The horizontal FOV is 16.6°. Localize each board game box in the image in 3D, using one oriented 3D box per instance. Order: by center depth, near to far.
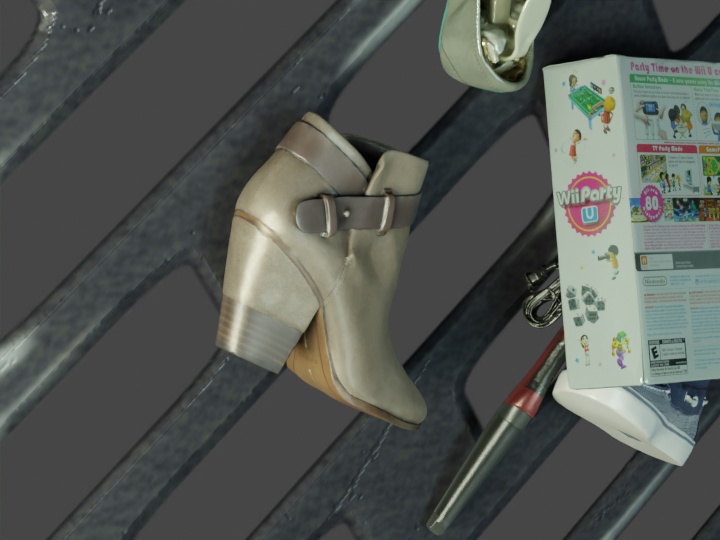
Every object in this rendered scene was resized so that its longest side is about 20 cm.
[{"bbox_3d":[0.191,-0.030,1.551,0.147,0.064,0.201,-1,86,-46],"label":"board game box"}]

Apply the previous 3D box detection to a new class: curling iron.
[{"bbox_3d":[0.095,0.081,1.587,0.201,0.049,0.026,-64,163,10],"label":"curling iron"}]

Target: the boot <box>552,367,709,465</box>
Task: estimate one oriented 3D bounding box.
[{"bbox_3d":[0.188,0.065,1.644,0.091,0.072,0.200,-67,158,-5],"label":"boot"}]

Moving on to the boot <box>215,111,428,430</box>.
[{"bbox_3d":[0.000,0.000,1.422,0.200,0.070,0.147,27,87,-50],"label":"boot"}]

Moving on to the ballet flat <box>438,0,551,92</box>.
[{"bbox_3d":[0.089,-0.199,1.415,0.067,0.064,0.201,-14,119,-42],"label":"ballet flat"}]
